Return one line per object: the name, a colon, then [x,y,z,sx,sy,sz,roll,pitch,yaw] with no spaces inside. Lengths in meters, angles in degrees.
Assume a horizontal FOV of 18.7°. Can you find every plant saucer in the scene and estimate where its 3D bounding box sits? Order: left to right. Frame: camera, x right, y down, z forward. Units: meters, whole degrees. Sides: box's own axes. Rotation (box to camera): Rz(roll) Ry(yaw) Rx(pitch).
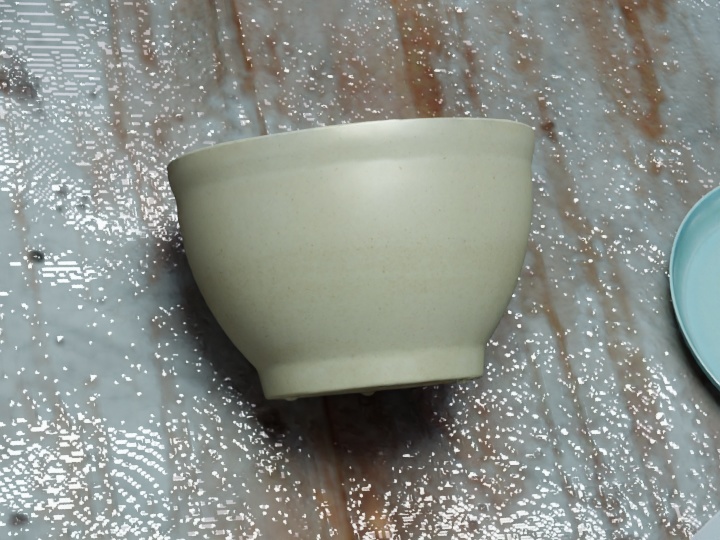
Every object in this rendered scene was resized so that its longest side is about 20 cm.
plant saucer: [0.278,0.029,1.334,0.200,0.027,0.200,8,55,-11]

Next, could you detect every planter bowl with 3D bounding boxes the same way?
planter bowl: [0.000,0.000,1.183,0.200,0.200,0.135,-3,85,-19]

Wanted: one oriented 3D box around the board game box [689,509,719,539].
board game box: [0.203,0.227,1.069,0.043,0.200,0.199,-6,60,-28]
